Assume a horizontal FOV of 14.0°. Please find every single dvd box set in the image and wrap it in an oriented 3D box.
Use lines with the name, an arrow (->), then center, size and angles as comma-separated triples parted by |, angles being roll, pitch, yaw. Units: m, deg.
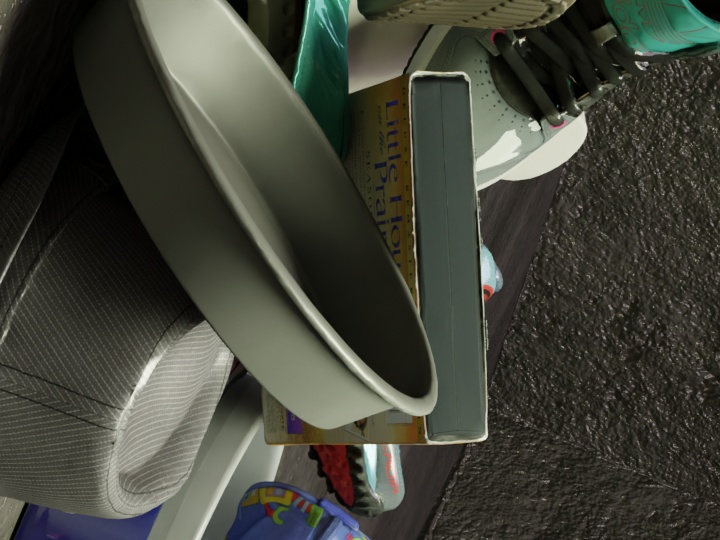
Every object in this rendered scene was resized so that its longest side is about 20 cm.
dvd box set -> 0.000, 0.000, 1.227 | 0.200, 0.029, 0.147 | 169, -81, -69

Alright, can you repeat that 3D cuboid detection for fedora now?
fedora -> -0.094, 0.027, 1.095 | 0.200, 0.090, 0.178 | -25, 138, -80

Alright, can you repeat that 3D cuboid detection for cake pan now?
cake pan -> -0.040, -0.027, 1.057 | 0.037, 0.201, 0.200 | -31, 180, 11

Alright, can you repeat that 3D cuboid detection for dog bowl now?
dog bowl -> -0.107, 0.135, 1.396 | 0.200, 0.078, 0.201 | 22, 90, -83

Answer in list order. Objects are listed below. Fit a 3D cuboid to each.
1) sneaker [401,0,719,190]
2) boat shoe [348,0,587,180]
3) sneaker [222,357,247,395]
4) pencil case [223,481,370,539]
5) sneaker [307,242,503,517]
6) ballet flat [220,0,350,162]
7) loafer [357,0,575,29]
sneaker -> 0.103, -0.102, 1.212 | 0.200, 0.084, 0.121 | -45, -165, -8
boat shoe -> 0.034, -0.106, 1.320 | 0.072, 0.069, 0.199 | -40, 143, 25
sneaker -> -0.069, 0.007, 1.320 | 0.200, 0.070, 0.082 | -59, 172, -59
pencil case -> -0.054, 0.188, 1.310 | 0.087, 0.078, 0.201 | -40, -161, 52
sneaker -> 0.023, 0.014, 1.356 | 0.079, 0.095, 0.201 | 143, -50, -69
ballet flat -> -0.035, -0.122, 1.155 | 0.070, 0.067, 0.201 | -16, 116, -43
loafer -> 0.056, -0.137, 1.127 | 0.200, 0.075, 0.069 | 165, -74, -65
